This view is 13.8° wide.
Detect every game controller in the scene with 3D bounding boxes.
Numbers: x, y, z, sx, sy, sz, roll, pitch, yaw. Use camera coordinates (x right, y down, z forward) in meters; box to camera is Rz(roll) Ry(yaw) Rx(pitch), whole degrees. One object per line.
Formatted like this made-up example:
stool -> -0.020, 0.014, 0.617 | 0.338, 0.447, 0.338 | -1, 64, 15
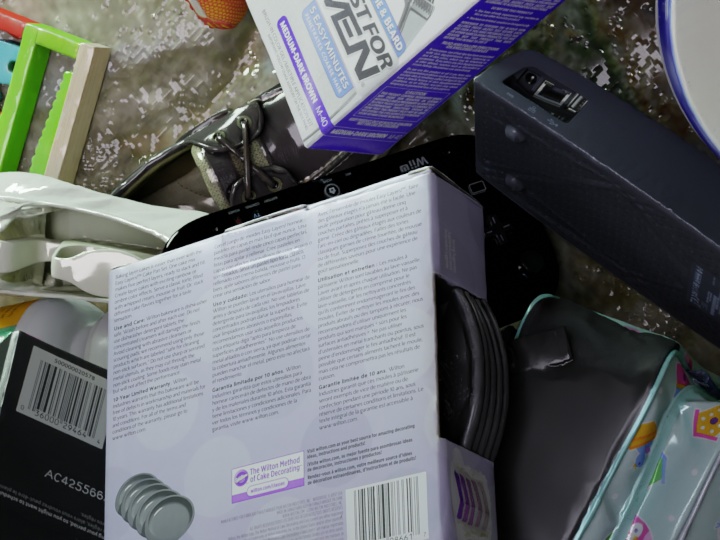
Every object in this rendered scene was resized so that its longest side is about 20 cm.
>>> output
game controller -> 0.000, 0.000, 1.505 | 0.199, 0.042, 0.105 | -19, 83, -19

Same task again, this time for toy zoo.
toy zoo -> -0.245, -0.095, 1.687 | 0.200, 0.020, 0.132 | 22, 101, 23

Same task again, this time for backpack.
backpack -> 0.126, 0.121, 1.419 | 0.153, 0.200, 0.176 | 22, 84, 22

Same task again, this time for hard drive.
hard drive -> 0.144, -0.026, 1.449 | 0.200, 0.135, 0.042 | 36, 76, 14

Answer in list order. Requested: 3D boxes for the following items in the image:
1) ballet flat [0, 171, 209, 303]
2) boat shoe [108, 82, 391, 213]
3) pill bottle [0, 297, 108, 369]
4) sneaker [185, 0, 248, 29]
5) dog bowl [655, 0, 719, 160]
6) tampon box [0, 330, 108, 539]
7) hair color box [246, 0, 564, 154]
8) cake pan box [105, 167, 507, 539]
ballet flat -> -0.159, -0.012, 1.557 | 0.199, 0.069, 0.070 | 7, 95, 23
boat shoe -> -0.064, -0.048, 1.579 | 0.200, 0.065, 0.073 | -35, 78, 23
pill bottle -> -0.190, 0.076, 1.617 | 0.199, 0.113, 0.113 | -11, 87, 25
sneaker -> -0.076, -0.229, 1.577 | 0.077, 0.073, 0.201 | -5, 92, 15
dog bowl -> 0.239, -0.122, 1.387 | 0.199, 0.079, 0.201 | 0, 97, 2
tampon box -> -0.165, 0.148, 1.502 | 0.200, 0.150, 0.127 | -38, 33, 49
hair color box -> 0.035, -0.156, 1.467 | 0.200, 0.065, 0.110 | -39, 63, 34
cake pan box -> -0.028, 0.064, 1.365 | 0.200, 0.052, 0.185 | -18, 63, 30
